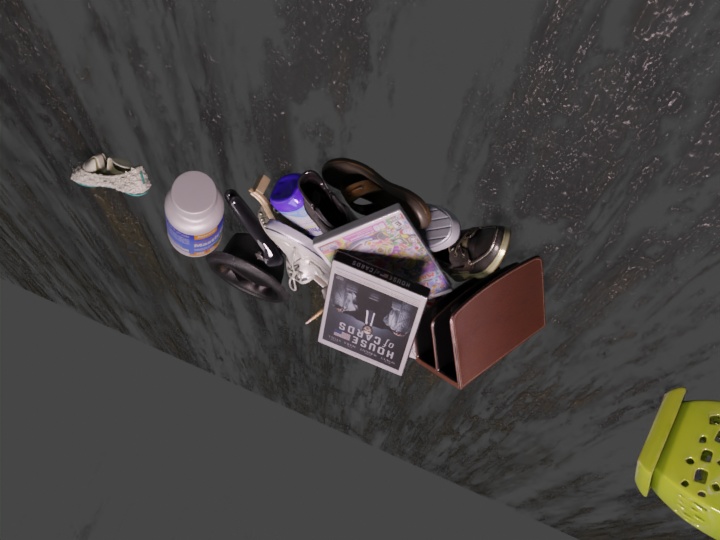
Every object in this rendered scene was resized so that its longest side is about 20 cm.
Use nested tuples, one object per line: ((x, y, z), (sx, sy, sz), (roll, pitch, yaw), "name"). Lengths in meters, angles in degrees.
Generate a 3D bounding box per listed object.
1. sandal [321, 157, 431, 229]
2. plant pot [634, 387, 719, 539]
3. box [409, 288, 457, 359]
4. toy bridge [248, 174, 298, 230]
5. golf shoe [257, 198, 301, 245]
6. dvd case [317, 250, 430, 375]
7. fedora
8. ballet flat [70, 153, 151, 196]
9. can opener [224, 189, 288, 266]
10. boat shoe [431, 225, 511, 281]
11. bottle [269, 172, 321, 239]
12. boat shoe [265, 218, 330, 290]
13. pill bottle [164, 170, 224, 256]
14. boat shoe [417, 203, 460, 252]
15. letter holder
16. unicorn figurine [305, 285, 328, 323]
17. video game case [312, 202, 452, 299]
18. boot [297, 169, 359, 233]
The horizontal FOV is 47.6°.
((0.015, -0.107, 1.220), (0.198, 0.055, 0.082), (32, 159, 21), "sandal")
((0.600, 0.334, 1.453), (0.179, 0.202, 0.200), (23, 162, 26), "plant pot")
((0.139, 0.089, 1.383), (0.034, 0.112, 0.199), (15, -174, 22), "box")
((-0.116, -0.086, 1.428), (0.199, 0.068, 0.027), (35, 158, -25), "toy bridge")
((-0.123, -0.059, 1.501), (0.199, 0.079, 0.096), (39, 161, -31), "golf shoe")
((0.016, 0.069, 1.228), (0.148, 0.025, 0.202), (21, 139, 7), "dvd case")
((-0.218, -0.014, 1.683), (0.197, 0.093, 0.201), (20, 162, 7), "fedora")
((-0.497, -0.200, 1.621), (0.196, 0.073, 0.072), (13, 157, 25), "ballet flat")
((-0.197, -0.081, 1.558), (0.201, 0.079, 0.063), (51, 171, -37), "can opener")
((0.162, -0.029, 1.241), (0.065, 0.073, 0.201), (23, 165, -11), "boat shoe")
((-0.063, -0.083, 1.378), (0.083, 0.066, 0.200), (2, 149, 44), "bottle")
((-0.095, -0.005, 1.395), (0.201, 0.087, 0.074), (36, 171, -34), "boat shoe")
((-0.311, -0.108, 1.534), (0.110, 0.114, 0.200), (25, 160, -3), "pill bottle")
((0.093, -0.063, 1.269), (0.061, 0.074, 0.198), (10, 176, -35), "boat shoe")
((0.181, 0.057, 1.250), (0.100, 0.198, 0.144), (28, 139, 44), "letter holder")
((0.000, 0.000, 1.333), (0.196, 0.140, 0.074), (-4, 162, -25), "unicorn figurine")
((0.037, -0.007, 1.213), (0.141, 0.018, 0.201), (-21, 136, 18), "video game case")
((-0.023, -0.056, 1.227), (0.200, 0.070, 0.132), (43, 176, 3), "boot")
